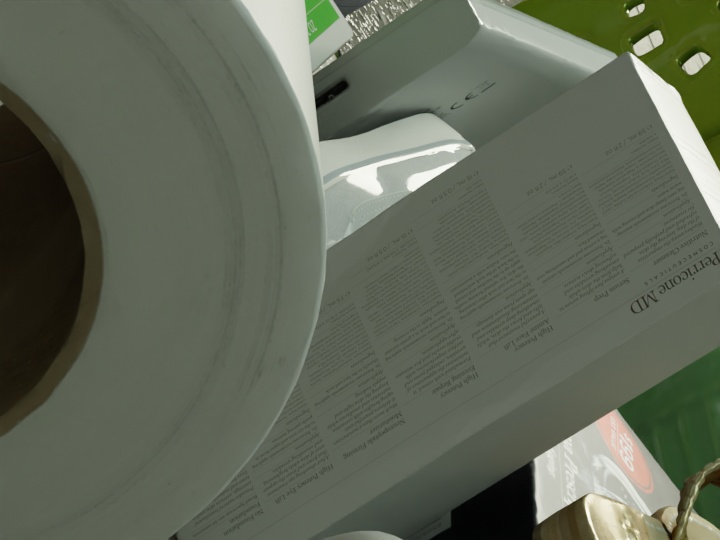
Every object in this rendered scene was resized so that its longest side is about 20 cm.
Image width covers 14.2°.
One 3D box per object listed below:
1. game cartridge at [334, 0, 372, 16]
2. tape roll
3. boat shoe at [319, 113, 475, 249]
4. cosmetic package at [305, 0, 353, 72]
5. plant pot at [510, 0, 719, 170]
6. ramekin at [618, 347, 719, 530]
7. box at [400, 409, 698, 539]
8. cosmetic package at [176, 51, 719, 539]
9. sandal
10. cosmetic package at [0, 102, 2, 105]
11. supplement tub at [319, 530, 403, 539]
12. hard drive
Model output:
[{"bbox_3d":[-0.041,-0.181,1.363,0.134,0.040,0.200,63,17,5],"label":"game cartridge"},{"bbox_3d":[-0.109,-0.040,0.633,0.203,0.202,0.140,48,19,-30],"label":"tape roll"},{"bbox_3d":[0.000,0.000,1.027,0.068,0.072,0.200,38,23,15],"label":"boat shoe"},{"bbox_3d":[-0.099,-0.137,1.033,0.201,0.085,0.108,57,19,-8],"label":"cosmetic package"},{"bbox_3d":[0.157,-0.023,1.376,0.199,0.199,0.182,46,26,-35],"label":"plant pot"},{"bbox_3d":[0.188,0.122,1.205,0.200,0.199,0.098,41,31,-43],"label":"ramekin"},{"bbox_3d":[0.066,0.140,0.976,0.182,0.104,0.200,52,18,-23],"label":"box"},{"bbox_3d":[0.026,0.024,0.900,0.051,0.199,0.083,30,32,-58],"label":"cosmetic package"},{"bbox_3d":[0.127,0.093,0.928,0.078,0.069,0.211,63,18,19],"label":"sandal"},{"bbox_3d":[-0.154,-0.136,0.907,0.200,0.050,0.083,53,15,-14],"label":"cosmetic package"},{"bbox_3d":[0.011,0.178,0.708,0.201,0.132,0.132,55,17,-7],"label":"supplement tub"},{"bbox_3d":[0.024,-0.056,1.152,0.026,0.132,0.200,61,17,13],"label":"hard drive"}]
